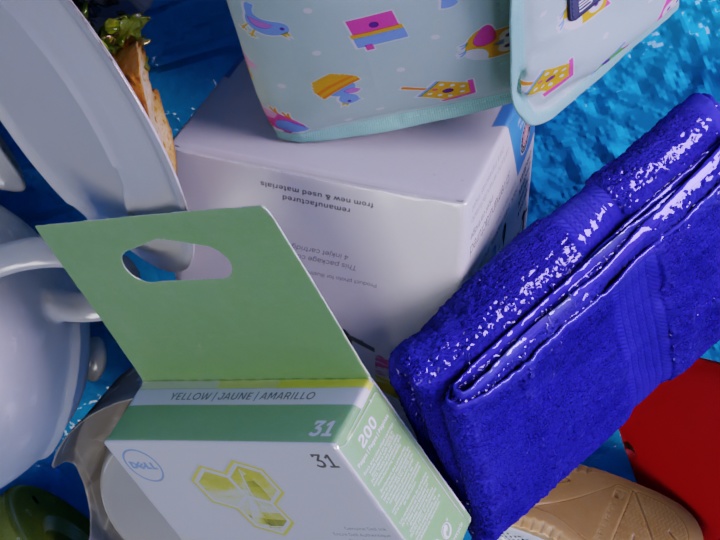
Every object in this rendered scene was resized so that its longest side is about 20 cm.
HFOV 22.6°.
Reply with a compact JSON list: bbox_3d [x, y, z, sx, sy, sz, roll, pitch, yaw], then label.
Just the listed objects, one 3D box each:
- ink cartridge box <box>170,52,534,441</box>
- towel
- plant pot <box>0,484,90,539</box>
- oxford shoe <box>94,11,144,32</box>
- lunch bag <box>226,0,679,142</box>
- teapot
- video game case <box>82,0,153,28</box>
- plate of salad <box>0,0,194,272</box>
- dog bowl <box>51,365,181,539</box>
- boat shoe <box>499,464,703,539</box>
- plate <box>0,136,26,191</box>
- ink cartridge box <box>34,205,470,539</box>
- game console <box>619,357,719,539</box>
[{"bbox_3d":[0.000,0.000,0.901,0.144,0.147,0.200,11,127,14],"label":"ink cartridge box"},{"bbox_3d":[0.111,0.029,0.838,0.050,0.200,0.148,38,161,41],"label":"towel"},{"bbox_3d":[-0.238,0.243,1.130,0.193,0.200,0.200,-44,102,6],"label":"plant pot"},{"bbox_3d":[-0.136,-0.157,0.907,0.075,0.058,0.200,23,150,-30],"label":"oxford shoe"},{"bbox_3d":[0.043,-0.145,0.750,0.199,0.122,0.170,-6,153,4],"label":"lunch bag"},{"bbox_3d":[-0.213,0.044,1.017,0.146,0.200,0.198,5,108,-24],"label":"teapot"},{"bbox_3d":[-0.223,-0.169,0.849,0.182,0.022,0.200,-11,140,40],"label":"video game case"},{"bbox_3d":[-0.130,-0.087,0.816,0.200,0.048,0.200,45,160,21],"label":"plate of salad"},{"bbox_3d":[-0.080,0.128,1.067,0.199,0.059,0.200,8,131,9],"label":"dog bowl"},{"bbox_3d":[0.090,0.132,1.006,0.200,0.071,0.069,29,149,14],"label":"boat shoe"},{"bbox_3d":[-0.281,-0.099,0.908,0.199,0.032,0.200,7,163,4],"label":"plate"},{"bbox_3d":[-0.056,0.063,0.812,0.145,0.048,0.200,-3,134,38],"label":"ink cartridge box"},{"bbox_3d":[0.244,0.107,0.963,0.172,0.119,0.200,-23,117,-1],"label":"game console"}]
